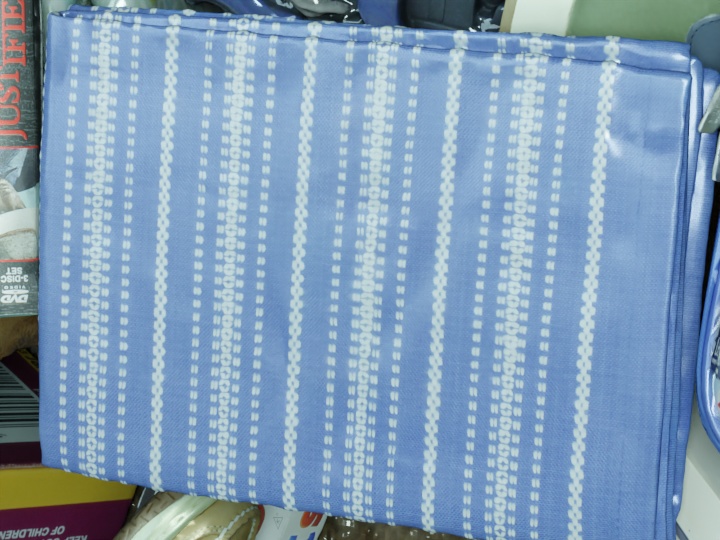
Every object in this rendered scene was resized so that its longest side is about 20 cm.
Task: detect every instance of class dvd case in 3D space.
[{"bbox_3d":[-0.129,-0.091,0.745,0.146,0.022,0.201,-166,74,-68],"label":"dvd case"}]

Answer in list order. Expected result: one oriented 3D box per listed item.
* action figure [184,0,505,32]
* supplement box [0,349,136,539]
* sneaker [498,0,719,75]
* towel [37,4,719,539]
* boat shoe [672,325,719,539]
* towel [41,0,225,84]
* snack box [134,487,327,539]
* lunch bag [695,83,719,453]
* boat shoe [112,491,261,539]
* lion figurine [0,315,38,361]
[{"bbox_3d":[0.055,-0.113,0.731,0.199,0.105,0.194,22,113,12],"label":"action figure"},{"bbox_3d":[-0.189,0.130,0.931,0.131,0.103,0.201,36,114,39],"label":"supplement box"},{"bbox_3d":[0.107,-0.134,0.631,0.089,0.067,0.201,19,109,7],"label":"sneaker"},{"bbox_3d":[0.000,0.000,0.656,0.199,0.024,0.146,7,101,19],"label":"towel"},{"bbox_3d":[0.114,0.116,0.664,0.093,0.074,0.201,-58,47,39],"label":"boat shoe"},{"bbox_3d":[-0.077,-0.131,0.787,0.048,0.171,0.201,-6,84,11],"label":"towel"},{"bbox_3d":[-0.053,0.103,0.852,0.072,0.024,0.201,37,114,37],"label":"snack box"},{"bbox_3d":[0.179,-0.007,0.571,0.199,0.075,0.161,16,102,31],"label":"lunch bag"},{"bbox_3d":[-0.075,0.157,0.819,0.076,0.072,0.201,40,124,18],"label":"boat shoe"},{"bbox_3d":[-0.159,0.026,0.845,0.122,0.201,0.073,17,139,6],"label":"lion figurine"}]
